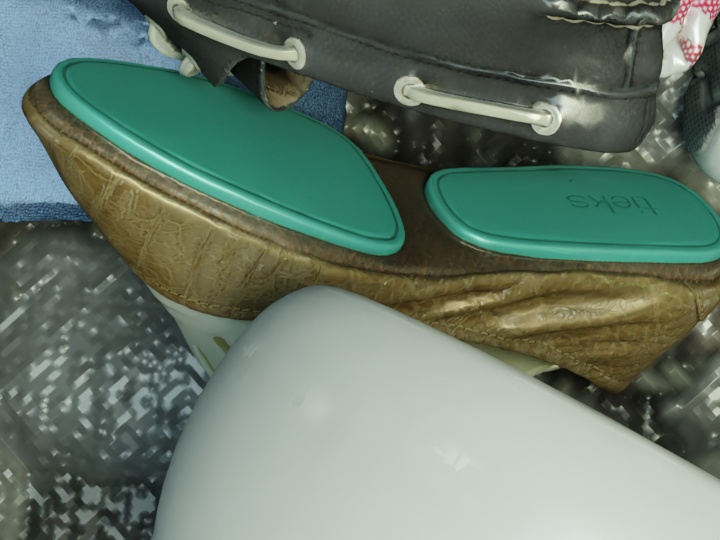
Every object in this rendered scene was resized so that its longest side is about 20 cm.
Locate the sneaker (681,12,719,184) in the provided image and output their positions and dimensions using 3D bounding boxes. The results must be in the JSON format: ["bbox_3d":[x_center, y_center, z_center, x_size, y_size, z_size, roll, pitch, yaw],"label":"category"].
[{"bbox_3d":[0.169,-0.087,0.763,0.200,0.075,0.082,-44,106,9],"label":"sneaker"}]

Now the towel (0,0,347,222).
[{"bbox_3d":[-0.055,-0.111,0.784,0.111,0.049,0.200,2,88,2],"label":"towel"}]

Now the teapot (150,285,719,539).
[{"bbox_3d":[0.024,0.103,0.666,0.197,0.200,0.146,29,87,8],"label":"teapot"}]

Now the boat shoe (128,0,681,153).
[{"bbox_3d":[-0.016,-0.068,0.700,0.200,0.074,0.060,9,108,29],"label":"boat shoe"}]

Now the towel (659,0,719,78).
[{"bbox_3d":[0.096,-0.143,0.739,0.030,0.146,0.200,34,91,-29],"label":"towel"}]

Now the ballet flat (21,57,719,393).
[{"bbox_3d":[0.000,0.000,0.745,0.200,0.068,0.072,8,123,-30],"label":"ballet flat"}]
